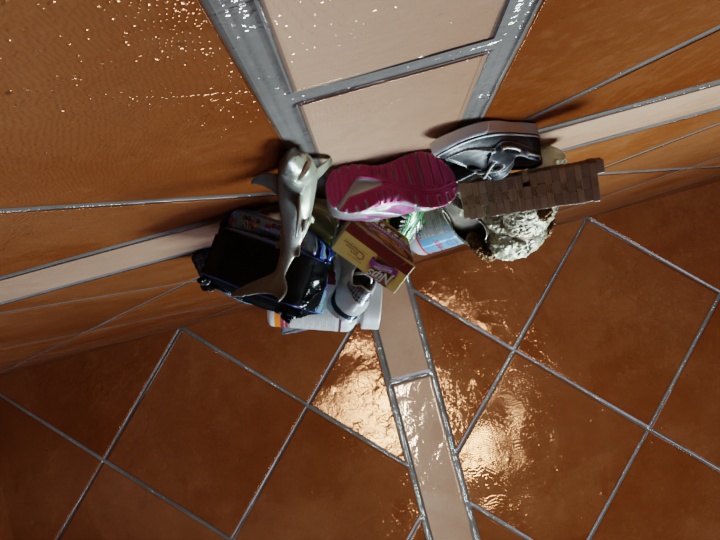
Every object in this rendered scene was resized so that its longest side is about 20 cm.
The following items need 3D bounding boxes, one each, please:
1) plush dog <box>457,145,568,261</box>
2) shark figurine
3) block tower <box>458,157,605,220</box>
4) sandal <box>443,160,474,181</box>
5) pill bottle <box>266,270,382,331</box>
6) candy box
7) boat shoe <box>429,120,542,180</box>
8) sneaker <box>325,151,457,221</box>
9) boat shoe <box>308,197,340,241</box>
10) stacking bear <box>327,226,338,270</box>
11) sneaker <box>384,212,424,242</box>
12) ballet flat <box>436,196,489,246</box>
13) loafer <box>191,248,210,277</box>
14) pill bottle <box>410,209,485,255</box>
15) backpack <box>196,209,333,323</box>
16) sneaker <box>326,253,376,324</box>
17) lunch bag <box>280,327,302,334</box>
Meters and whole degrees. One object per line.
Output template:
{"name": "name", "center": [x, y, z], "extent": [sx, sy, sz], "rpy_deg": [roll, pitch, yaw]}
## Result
{"name": "plush dog", "center": [0.265, -0.088, 1.074], "extent": [0.198, 0.161, 0.172], "rpy_deg": [-15, 139, -10]}
{"name": "shark figurine", "center": [-0.100, -0.071, 0.792], "extent": [0.089, 0.216, 0.128], "rpy_deg": [21, -146, 7]}
{"name": "block tower", "center": [0.243, -0.115, 0.925], "extent": [0.198, 0.058, 0.054], "rpy_deg": [-9, -168, 16]}
{"name": "sandal", "center": [0.134, -0.152, 1.001], "extent": [0.199, 0.043, 0.076], "rpy_deg": [-25, -178, 4]}
{"name": "pill bottle", "center": [-0.064, 0.053, 1.171], "extent": [0.198, 0.111, 0.110], "rpy_deg": [4, 174, -3]}
{"name": "candy box", "center": [0.020, -0.044, 1.024], "extent": [0.057, 0.116, 0.200], "rpy_deg": [-52, -172, 11]}
{"name": "boat shoe", "center": [0.174, -0.154, 0.864], "extent": [0.199, 0.068, 0.072], "rpy_deg": [-11, 174, -42]}
{"name": "sneaker", "center": [0.038, -0.113, 0.909], "extent": [0.198, 0.082, 0.088], "rpy_deg": [-5, 174, -18]}
{"name": "boat shoe", "center": [-0.067, -0.085, 1.030], "extent": [0.073, 0.064, 0.201], "rpy_deg": [22, 168, 0]}
{"name": "stacking bear", "center": [-0.086, -0.033, 1.241], "extent": [0.198, 0.114, 0.122], "rpy_deg": [-3, 130, -6]}
{"name": "sneaker", "center": [0.077, -0.068, 1.186], "extent": [0.085, 0.078, 0.201], "rpy_deg": [-16, 149, -27]}
{"name": "ballet flat", "center": [0.179, -0.087, 1.136], "extent": [0.067, 0.047, 0.200], "rpy_deg": [-23, 133, 26]}
{"name": "loafer", "center": [-0.230, -0.009, 1.259], "extent": [0.199, 0.073, 0.073], "rpy_deg": [-12, 174, -42]}
{"name": "pill bottle", "center": [0.148, -0.093, 1.254], "extent": [0.199, 0.110, 0.109], "rpy_deg": [-17, 175, 26]}
{"name": "backpack", "center": [-0.127, 0.000, 1.013], "extent": [0.181, 0.136, 0.200], "rpy_deg": [18, 177, 13]}
{"name": "sneaker", "center": [0.000, 0.000, 1.086], "extent": [0.076, 0.201, 0.081], "rpy_deg": [25, 127, -16]}
{"name": "lunch bag", "center": [-0.244, 0.166, 2.708], "extent": [0.199, 0.171, 0.127], "rpy_deg": [-14, 173, 28]}
